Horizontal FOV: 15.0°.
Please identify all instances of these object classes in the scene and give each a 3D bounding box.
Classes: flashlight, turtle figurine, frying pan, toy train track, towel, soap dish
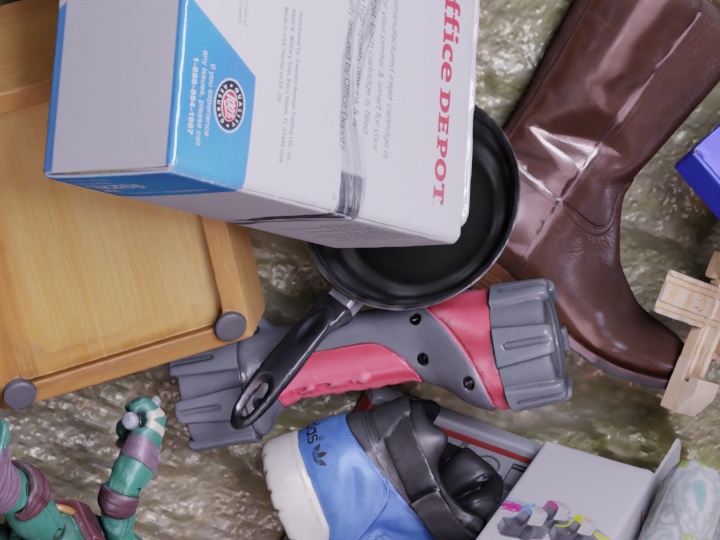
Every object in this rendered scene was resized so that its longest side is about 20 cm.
[{"bbox_3d":[0.005,0.052,1.387,0.199,0.068,0.068,-12,120,11],"label":"flashlight"},{"bbox_3d":[-0.153,0.122,1.355,0.149,0.101,0.200,-34,149,18],"label":"turtle figurine"},{"bbox_3d":[0.016,0.002,1.358,0.031,0.114,0.191,44,60,-64],"label":"frying pan"},{"bbox_3d":[0.211,-0.015,1.433,0.114,0.032,0.201,15,97,-55],"label":"toy train track"},{"bbox_3d":[0.160,0.217,1.473,0.048,0.172,0.200,13,154,19],"label":"towel"},{"bbox_3d":[-0.135,-0.035,1.325,0.156,0.081,0.201,-16,121,-8],"label":"soap dish"}]

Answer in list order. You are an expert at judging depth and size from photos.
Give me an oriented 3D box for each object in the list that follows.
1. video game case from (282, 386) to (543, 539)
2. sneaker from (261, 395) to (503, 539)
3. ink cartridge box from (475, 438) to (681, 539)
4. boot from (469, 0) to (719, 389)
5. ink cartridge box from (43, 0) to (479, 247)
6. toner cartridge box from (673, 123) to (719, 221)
[{"bbox_3d":[0.021,0.168,1.513,0.142,0.017,0.201,21,109,-25],"label":"video game case"},{"bbox_3d":[0.033,0.156,1.455,0.111,0.077,0.201,-21,114,6],"label":"sneaker"},{"bbox_3d":[0.103,0.174,1.453,0.067,0.200,0.116,15,124,21],"label":"ink cartridge box"},{"bbox_3d":[0.151,-0.053,1.416,0.186,0.064,0.201,28,101,-29],"label":"boot"},{"bbox_3d":[-0.040,-0.096,1.244,0.199,0.083,0.146,13,78,-49],"label":"ink cartridge box"},{"bbox_3d":[0.263,-0.084,1.385,0.200,0.043,0.095,-40,89,-12],"label":"toner cartridge box"}]
